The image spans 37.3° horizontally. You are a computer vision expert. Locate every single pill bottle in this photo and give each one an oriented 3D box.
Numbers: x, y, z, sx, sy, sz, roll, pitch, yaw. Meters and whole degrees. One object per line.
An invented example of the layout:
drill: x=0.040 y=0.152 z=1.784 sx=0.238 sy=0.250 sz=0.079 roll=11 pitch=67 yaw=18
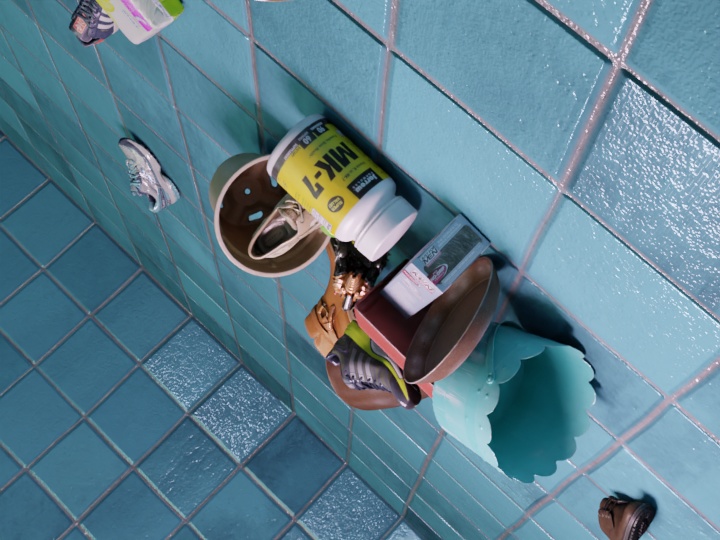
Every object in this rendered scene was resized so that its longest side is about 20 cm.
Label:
pill bottle: x=-0.024 y=-0.114 z=1.488 sx=0.200 sy=0.114 sz=0.114 roll=43 pitch=163 yaw=9

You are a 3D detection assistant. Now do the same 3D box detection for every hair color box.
hair color box: x=0.099 y=-0.002 z=1.477 sx=0.061 sy=0.099 sz=0.200 roll=45 pitch=164 yaw=1

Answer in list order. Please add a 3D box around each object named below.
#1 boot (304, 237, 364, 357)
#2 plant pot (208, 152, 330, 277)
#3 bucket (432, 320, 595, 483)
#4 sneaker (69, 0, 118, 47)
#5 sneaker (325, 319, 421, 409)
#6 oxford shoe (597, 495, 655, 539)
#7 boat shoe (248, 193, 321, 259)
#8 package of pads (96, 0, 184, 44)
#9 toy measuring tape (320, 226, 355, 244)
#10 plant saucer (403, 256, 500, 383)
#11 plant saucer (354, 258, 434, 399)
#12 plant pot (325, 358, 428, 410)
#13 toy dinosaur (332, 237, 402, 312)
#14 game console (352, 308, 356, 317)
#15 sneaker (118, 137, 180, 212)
boot: x=-0.046 y=0.041 z=1.787 sx=0.155 sy=0.074 sz=0.200 roll=-42 pitch=60 yaw=39
plant pot: x=-0.165 y=-0.110 z=1.751 sx=0.200 sy=0.200 sz=0.183 roll=54 pitch=172 yaw=-27
bucket: x=0.208 y=0.172 z=1.461 sx=0.135 sy=0.207 sz=0.207 roll=26 pitch=155 yaw=49
sneaker: x=-0.462 y=-0.443 z=1.833 sx=0.075 sy=0.085 sz=0.200 roll=44 pitch=163 yaw=5
sneaker: x=0.020 y=0.158 z=1.616 sx=0.074 sy=0.081 sz=0.200 roll=47 pitch=177 yaw=-41
oxford shoe: x=0.415 y=0.399 z=1.705 sx=0.084 sy=0.073 sz=0.200 roll=42 pitch=163 yaw=20
boat shoe: x=-0.093 y=-0.086 z=1.606 sx=0.072 sy=0.200 sz=0.065 roll=50 pitch=-157 yaw=1
package of pads: x=-0.371 y=-0.447 z=1.630 sx=0.200 sy=0.068 sz=0.154 roll=52 pitch=162 yaw=-17
toy measuring tape: x=-0.055 y=-0.112 z=1.648 sx=0.200 sy=0.074 sz=0.074 roll=51 pitch=163 yaw=-17
plant saucer: x=0.127 y=0.073 z=1.431 sx=0.034 sy=0.200 sz=0.200 roll=34 pitch=166 yaw=-10
plant saucer: x=0.093 y=0.094 z=1.590 sx=0.200 sy=0.200 sz=0.037 roll=45 pitch=123 yaw=3
plant pot: x=0.071 y=0.150 z=1.810 sx=0.187 sy=0.187 sz=0.200 roll=52 pitch=153 yaw=-20
toy dinosaur: x=0.000 y=0.000 z=1.585 sx=0.102 sy=0.136 sz=0.200 roll=15 pitch=-176 yaw=-21
game console: x=0.094 y=0.100 z=1.648 sx=0.200 sy=0.176 sz=0.116 roll=45 pitch=149 yaw=3
sneaker: x=-0.502 y=-0.218 z=2.466 sx=0.078 sy=0.086 sz=0.200 roll=19 pitch=149 yaw=56
